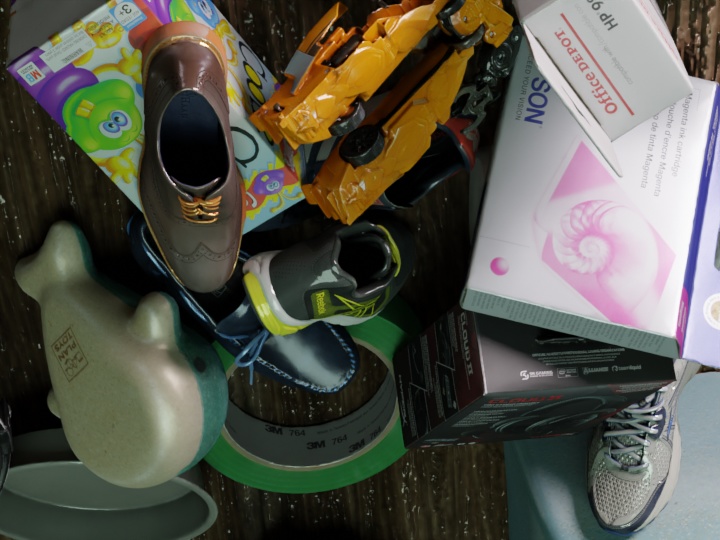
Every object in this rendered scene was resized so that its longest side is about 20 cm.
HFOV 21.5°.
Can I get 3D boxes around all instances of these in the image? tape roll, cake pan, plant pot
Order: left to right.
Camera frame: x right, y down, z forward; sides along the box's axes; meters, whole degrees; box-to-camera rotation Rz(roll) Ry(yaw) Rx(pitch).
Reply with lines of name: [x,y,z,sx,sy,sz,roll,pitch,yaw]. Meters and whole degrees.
cake pan: [-0.211,0.173,1.500,0.198,0.037,0.201,0,153,0]
tape roll: [-0.042,0.088,1.488,0.198,0.048,0.202,-3,130,-4]
plant pot: [0.229,0.231,1.543,0.194,0.201,0.197,-8,129,-1]

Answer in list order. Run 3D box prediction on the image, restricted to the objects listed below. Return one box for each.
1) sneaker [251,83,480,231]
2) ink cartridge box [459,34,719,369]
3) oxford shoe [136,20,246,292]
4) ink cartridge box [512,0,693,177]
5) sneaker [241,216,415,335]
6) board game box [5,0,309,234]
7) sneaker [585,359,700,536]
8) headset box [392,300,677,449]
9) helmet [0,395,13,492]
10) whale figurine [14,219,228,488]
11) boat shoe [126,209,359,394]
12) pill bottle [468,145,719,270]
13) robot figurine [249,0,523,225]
sneaker: [-0.007,-0.068,1.340,0.199,0.085,0.075,-25,128,13]
ink cartridge box: [0.182,-0.047,1.290,0.198,0.198,0.043,12,157,1]
oxford shoe: [-0.110,-0.055,1.209,0.071,0.073,0.201,-7,130,-2]
ink cartridge box: [0.146,-0.166,1.204,0.066,0.201,0.116,-31,127,17]
sneaker: [0.000,0.000,1.337,0.084,0.200,0.075,-20,92,30]
board game box: [-0.132,-0.120,1.269,0.104,0.103,0.200,-30,127,17]
sneaker: [0.209,0.101,1.448,0.076,0.202,0.085,11,172,25]
headset box: [0.124,0.068,1.367,0.147,0.078,0.200,-3,165,-19]
helmet: [-0.367,0.112,1.374,0.199,0.190,0.201,-28,135,-32]
whale figurine: [-0.172,0.058,1.389,0.103,0.201,0.159,-20,162,-49]
boat shoe: [-0.089,0.029,1.370,0.199,0.069,0.085,31,89,-5]
pill bottle: [0.183,-0.039,1.371,0.198,0.114,0.115,-4,130,-5]
robot figurine: [0.023,-0.137,1.256,0.200,0.058,0.145,-48,128,-18]
